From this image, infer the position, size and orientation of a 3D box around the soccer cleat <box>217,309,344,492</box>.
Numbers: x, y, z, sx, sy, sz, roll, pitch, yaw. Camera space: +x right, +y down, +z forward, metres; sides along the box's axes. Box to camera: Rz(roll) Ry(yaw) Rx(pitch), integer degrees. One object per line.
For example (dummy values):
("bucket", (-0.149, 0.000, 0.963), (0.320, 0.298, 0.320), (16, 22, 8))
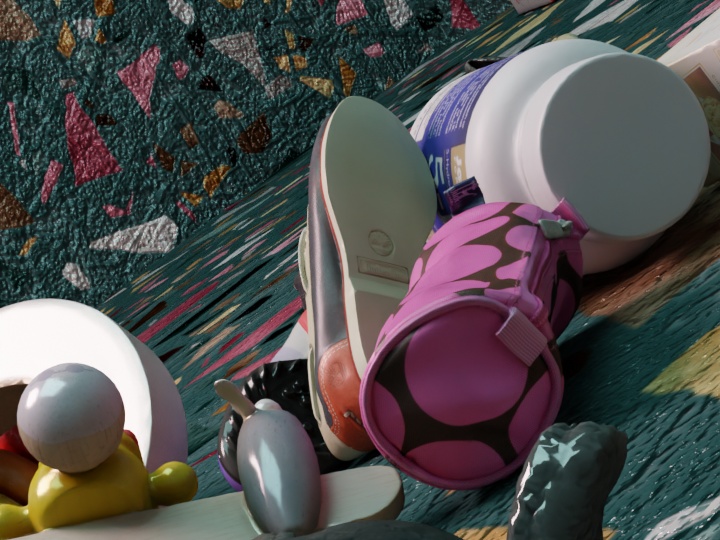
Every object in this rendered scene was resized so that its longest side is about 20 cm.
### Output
("soccer cleat", (-0.030, 0.074, 1.155), (0.074, 0.068, 0.200), (-62, -2, 32))

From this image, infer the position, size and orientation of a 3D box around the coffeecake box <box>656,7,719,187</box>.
("coffeecake box", (0.263, -0.135, 1.111), (0.153, 0.073, 0.200), (-39, 8, -35))

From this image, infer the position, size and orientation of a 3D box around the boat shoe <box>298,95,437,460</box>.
("boat shoe", (0.000, 0.000, 1.116), (0.063, 0.071, 0.201), (-47, 38, 44))

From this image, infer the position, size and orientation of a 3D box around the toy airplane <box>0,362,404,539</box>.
("toy airplane", (-0.111, 0.110, 0.886), (0.198, 0.143, 0.199), (0, 15, 43))

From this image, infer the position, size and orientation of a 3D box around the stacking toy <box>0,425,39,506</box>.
("stacking toy", (-0.198, 0.165, 1.199), (0.200, 0.116, 0.110), (-53, 12, -26))

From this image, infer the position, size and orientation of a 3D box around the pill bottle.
("pill bottle", (0.102, -0.056, 1.133), (0.119, 0.120, 0.200), (-35, 6, -13))

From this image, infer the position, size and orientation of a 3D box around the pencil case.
("pencil case", (0.055, 0.024, 0.948), (0.093, 0.091, 0.200), (-32, 9, 15))

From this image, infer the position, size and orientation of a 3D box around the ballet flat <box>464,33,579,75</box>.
("ballet flat", (0.156, -0.199, 2.152), (0.066, 0.057, 0.200), (-38, 8, -25))

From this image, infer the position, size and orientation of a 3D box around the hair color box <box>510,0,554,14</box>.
("hair color box", (0.252, -0.441, 3.200), (0.061, 0.102, 0.200), (-35, 7, -7))

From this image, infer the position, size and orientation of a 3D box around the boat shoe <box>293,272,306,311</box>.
("boat shoe", (0.007, -0.014, 1.520), (0.070, 0.067, 0.200), (-29, 9, 35))

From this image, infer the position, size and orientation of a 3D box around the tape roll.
("tape roll", (-0.181, 0.112, 1.134), (0.201, 0.037, 0.204), (-17, 56, 26))

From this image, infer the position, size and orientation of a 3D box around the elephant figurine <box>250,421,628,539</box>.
("elephant figurine", (-0.023, 0.126, 0.484), (0.154, 0.143, 0.200), (-6, -13, -5))
